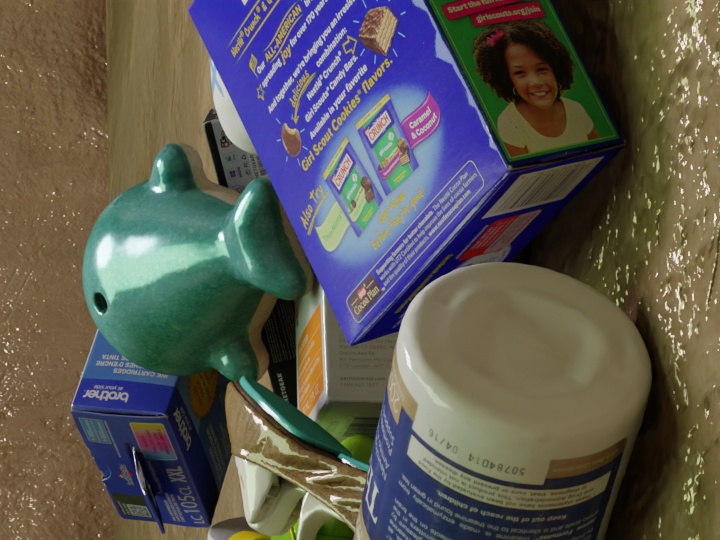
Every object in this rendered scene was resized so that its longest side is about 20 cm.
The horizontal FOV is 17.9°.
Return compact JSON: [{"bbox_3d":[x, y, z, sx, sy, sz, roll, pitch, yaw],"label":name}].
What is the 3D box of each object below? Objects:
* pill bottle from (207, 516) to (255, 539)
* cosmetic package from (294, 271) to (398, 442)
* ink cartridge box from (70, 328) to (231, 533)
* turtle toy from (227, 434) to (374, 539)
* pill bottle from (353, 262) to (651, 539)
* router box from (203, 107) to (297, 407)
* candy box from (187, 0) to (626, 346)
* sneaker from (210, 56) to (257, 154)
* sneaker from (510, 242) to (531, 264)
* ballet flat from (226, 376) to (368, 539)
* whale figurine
[{"bbox_3d":[-0.065,0.282,1.598,0.116,0.115,0.202,-136,49,-75],"label":"pill bottle"},{"bbox_3d":[0.000,0.000,1.417,0.102,0.071,0.202,119,151,-66],"label":"cosmetic package"},{"bbox_3d":[-0.134,0.083,1.589,0.137,0.076,0.201,74,-153,-50],"label":"ink cartridge box"},{"bbox_3d":[-0.011,0.199,1.371,0.145,0.100,0.202,10,96,55],"label":"turtle toy"},{"bbox_3d":[0.056,0.105,1.021,0.111,0.110,0.201,-102,17,-48],"label":"pill bottle"},{"bbox_3d":[-0.058,-0.017,1.569,0.157,0.052,0.202,-108,3,-83],"label":"router box"},{"bbox_3d":[0.016,-0.095,1.085,0.169,0.077,0.201,-47,64,50],"label":"candy box"},{"bbox_3d":[-0.055,-0.140,1.358,0.201,0.071,0.073,107,-176,-46],"label":"sneaker"},{"bbox_3d":[0.049,-0.037,1.209,0.200,0.075,0.116,-124,40,-53],"label":"sneaker"},{"bbox_3d":[-0.022,0.128,1.295,0.199,0.068,0.073,28,89,40],"label":"ballet flat"},{"bbox_3d":[-0.106,0.000,1.436,0.200,0.103,0.160,-15,94,59],"label":"whale figurine"}]
